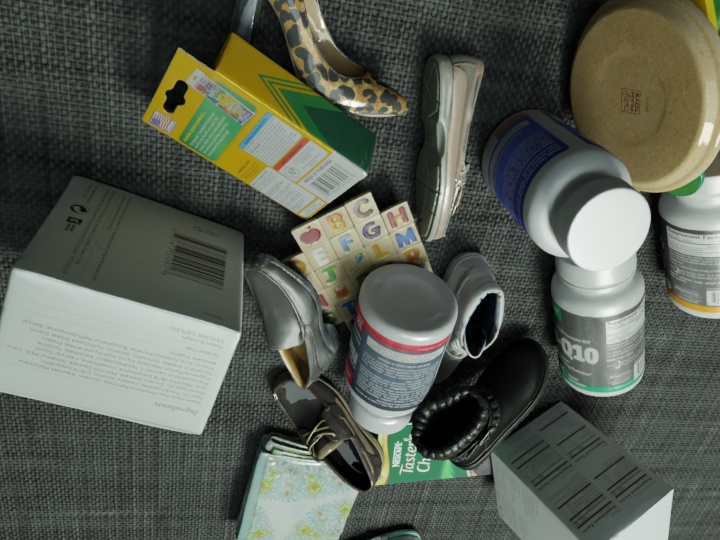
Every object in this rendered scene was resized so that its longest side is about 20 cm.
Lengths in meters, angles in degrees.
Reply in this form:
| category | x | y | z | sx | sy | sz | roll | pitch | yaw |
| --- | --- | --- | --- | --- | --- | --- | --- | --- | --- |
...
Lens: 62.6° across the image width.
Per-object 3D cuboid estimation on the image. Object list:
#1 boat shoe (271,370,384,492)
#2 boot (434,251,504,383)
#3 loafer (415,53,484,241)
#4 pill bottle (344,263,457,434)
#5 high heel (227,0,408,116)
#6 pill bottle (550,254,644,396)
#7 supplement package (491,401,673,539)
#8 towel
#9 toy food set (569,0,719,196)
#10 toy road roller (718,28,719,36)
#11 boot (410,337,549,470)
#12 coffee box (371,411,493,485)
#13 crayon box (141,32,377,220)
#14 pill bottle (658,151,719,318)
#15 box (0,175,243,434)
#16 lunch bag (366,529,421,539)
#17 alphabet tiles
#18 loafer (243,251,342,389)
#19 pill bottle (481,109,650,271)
| category | x | y | z | sx | sy | sz | roll | pitch | yaw |
| --- | --- | --- | --- | --- | --- | --- | --- | --- | --- |
| boat shoe | -0.040 | 0.215 | 0.792 | 0.200 | 0.073 | 0.075 | 43 | 103 | -9 |
| boot | 0.122 | 0.084 | 0.756 | 0.071 | 0.096 | 0.205 | 6 | 118 | -14 |
| loafer | 0.100 | -0.129 | 0.649 | 0.061 | 0.072 | 0.205 | -7 | 118 | -15 |
| pill bottle | 0.041 | 0.106 | 0.732 | 0.116 | 0.121 | 0.204 | 2 | 130 | -11 |
| high heel | -0.024 | -0.235 | 0.558 | 0.195 | 0.072 | 0.145 | 19 | 120 | -11 |
| pill bottle | 0.305 | 0.052 | 0.763 | 0.110 | 0.114 | 0.204 | -17 | 121 | 0 |
| supplement package | 0.311 | 0.334 | 0.852 | 0.148 | 0.200 | 0.155 | -26 | 124 | -18 |
| towel | -0.088 | 0.334 | 0.888 | 0.166 | 0.049 | 0.204 | 12 | 117 | -16 |
| toy food set | 0.284 | -0.172 | 0.585 | 0.048 | 0.197 | 0.206 | -19 | 103 | -17 |
| toy road roller | 0.367 | -0.213 | 0.572 | 0.120 | 0.200 | 0.149 | -21 | 126 | -17 |
| boot | 0.161 | 0.162 | 0.760 | 0.213 | 0.079 | 0.158 | -55 | 144 | -6 |
| coffee box | 0.111 | 0.255 | 0.881 | 0.194 | 0.044 | 0.126 | 0 | 119 | -11 |
| crayon box | -0.097 | -0.139 | 0.576 | 0.197 | 0.053 | 0.125 | 30 | 149 | -25 |
| pill bottle | 0.431 | -0.052 | 0.726 | 0.114 | 0.117 | 0.203 | -22 | 121 | 3 |
| box | -0.228 | 0.030 | 0.597 | 0.195 | 0.200 | 0.133 | 18 | 115 | -20 |
| lunch bag | 0.043 | 0.534 | 1.010 | 0.156 | 0.078 | 0.204 | -13 | 121 | -1 |
| alphabet tiles | 0.000 | 0.000 | 0.711 | 0.163 | 0.006 | 0.202 | -24 | 134 | 4 |
| loafer | -0.082 | 0.062 | 0.689 | 0.071 | 0.073 | 0.202 | 5 | 142 | 35 |
| pill bottle | 0.207 | -0.085 | 0.614 | 0.108 | 0.202 | 0.115 | -4 | 121 | -7 |
